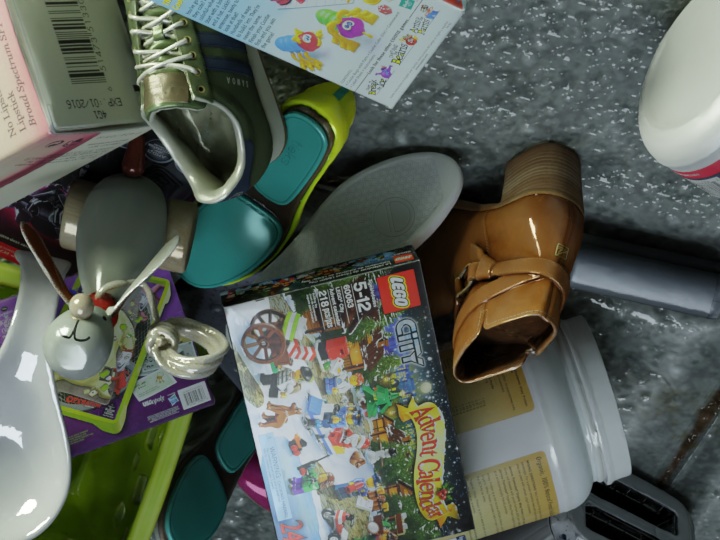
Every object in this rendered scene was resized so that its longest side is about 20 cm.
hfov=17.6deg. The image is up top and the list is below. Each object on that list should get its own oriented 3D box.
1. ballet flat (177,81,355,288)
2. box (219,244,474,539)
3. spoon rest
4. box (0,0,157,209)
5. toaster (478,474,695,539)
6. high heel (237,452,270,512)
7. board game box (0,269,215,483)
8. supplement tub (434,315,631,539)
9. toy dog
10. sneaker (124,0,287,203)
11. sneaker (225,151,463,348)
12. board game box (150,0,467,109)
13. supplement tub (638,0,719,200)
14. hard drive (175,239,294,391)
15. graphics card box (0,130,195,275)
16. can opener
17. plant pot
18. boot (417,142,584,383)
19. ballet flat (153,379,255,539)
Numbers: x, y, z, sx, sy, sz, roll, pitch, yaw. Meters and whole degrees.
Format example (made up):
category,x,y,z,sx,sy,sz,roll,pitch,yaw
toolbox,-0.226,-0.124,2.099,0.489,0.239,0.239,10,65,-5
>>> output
category,x,y,z,sx,sy,sz,roll,pitch,yaw
ballet flat,-0.060,-0.060,1.604,0.067,0.067,0.200,38,132,-3
box,-0.008,0.096,1.579,0.135,0.038,0.202,-14,108,-3
spoon rest,-0.235,0.087,1.577,0.098,0.202,0.061,11,177,-10
box,-0.251,-0.113,1.511,0.199,0.129,0.109,-24,173,34
toaster,0.175,0.225,1.859,0.199,0.114,0.129,29,133,-22
high heel,0.001,0.165,1.852,0.199,0.068,0.096,19,150,-17
board game box,-0.213,0.070,1.624,0.199,0.032,0.121,-19,97,-10
supplement tub,0.085,0.120,1.694,0.198,0.145,0.145,-17,138,-1
toy dog,-0.159,-0.018,1.526,0.131,0.200,0.097,-2,122,-15
sneaker,-0.110,-0.133,1.470,0.067,0.090,0.201,-10,118,28
sneaker,0.000,0.000,1.632,0.200,0.071,0.099,-42,153,2
board game box,-0.041,-0.201,1.404,0.199,0.104,0.105,23,139,-15
supplement tub,0.285,-0.086,1.440,0.199,0.141,0.140,29,137,-22
hard drive,-0.041,0.054,1.756,0.134,0.043,0.200,-13,135,26
graphics card box,-0.185,-0.064,1.642,0.125,0.051,0.200,24,138,-15
can opener,0.242,-0.004,1.632,0.198,0.053,0.067,12,108,-2
plant pot,-0.240,0.108,1.725,0.198,0.202,0.181,20,177,-11
boot,0.079,0.017,1.597,0.073,0.156,0.200,25,139,-18
ballet flat,-0.126,0.153,1.774,0.063,0.200,0.068,-11,118,30
